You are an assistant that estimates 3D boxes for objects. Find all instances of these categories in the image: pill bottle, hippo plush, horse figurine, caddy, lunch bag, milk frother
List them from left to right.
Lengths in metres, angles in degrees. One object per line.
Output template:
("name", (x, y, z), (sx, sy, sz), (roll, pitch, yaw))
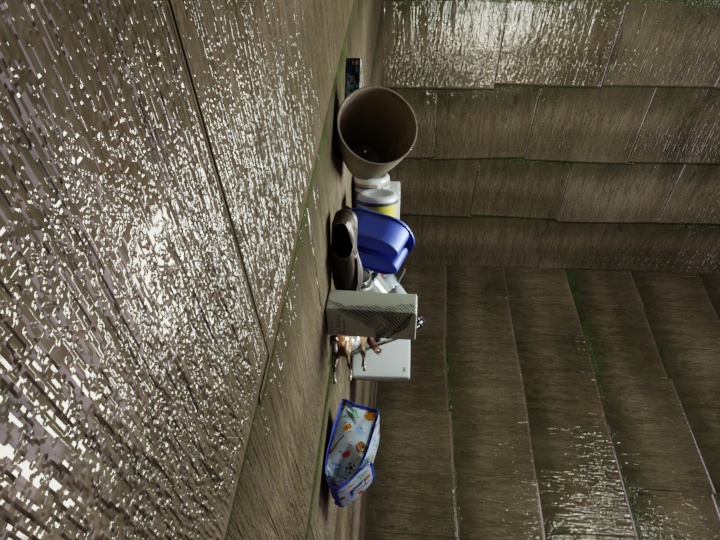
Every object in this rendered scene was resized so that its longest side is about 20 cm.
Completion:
("lunch bag", (-0.021, 0.441, 1.223), (0.172, 0.121, 0.202), (85, 22, -52))
("horse figurine", (-0.018, 0.195, 1.284), (0.198, 0.049, 0.136), (-17, 106, -53))
("pill bottle", (0.034, -0.201, 1.613), (0.116, 0.113, 0.204), (-78, 169, -63))
("caddy", (0.035, -0.080, 1.283), (0.143, 0.196, 0.106), (89, 22, -52))
("pill bottle", (0.046, -0.111, 1.399), (0.112, 0.109, 0.204), (-77, 167, -66))
("hippo plush", (0.073, 0.087, 1.777), (0.159, 0.158, 0.204), (38, -59, 49))
("milk frother", (0.086, 0.109, 1.575), (0.189, 0.199, 0.181), (49, 40, -12))

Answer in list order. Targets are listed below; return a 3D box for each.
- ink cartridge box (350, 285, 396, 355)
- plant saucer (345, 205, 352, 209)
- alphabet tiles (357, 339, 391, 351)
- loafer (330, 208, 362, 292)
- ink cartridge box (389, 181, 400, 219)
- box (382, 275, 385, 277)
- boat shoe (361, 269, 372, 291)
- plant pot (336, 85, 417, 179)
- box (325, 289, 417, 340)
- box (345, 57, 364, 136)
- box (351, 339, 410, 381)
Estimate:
("ink cartridge box", (0.035, 0.136, 1.425), (0.050, 0.199, 0.161), (49, 10, -4))
("plant saucer", (-0.024, -0.078, 1.442), (0.200, 0.036, 0.206), (2, 90, -84))
("alphabet tiles", (0.048, 0.218, 1.513), (0.167, 0.196, 0.008), (65, 5, -79))
("loafer", (-0.040, -0.029, 1.133), (0.071, 0.071, 0.205), (-53, 140, -66))
("ink cartridge box", (0.062, -0.196, 1.761), (0.083, 0.143, 0.203), (-81, 172, -54))
("box", (0.093, -0.060, 2.447), (0.095, 0.097, 0.205), (29, 63, -84))
("boat shoe", (0.000, 0.000, 1.561), (0.202, 0.070, 0.062), (-96, -173, -67))
("plant pot", (0.022, -0.300, 1.240), (0.200, 0.183, 0.192), (124, -30, -73))
("box", (0.025, 0.097, 1.130), (0.069, 0.195, 0.084), (-81, 171, -53))
("box", (-0.015, -0.440, 1.385), (0.137, 0.037, 0.205), (31, 61, -84))
("box", (0.073, 0.273, 1.764), (0.172, 0.194, 0.205), (70, 21, -76))
